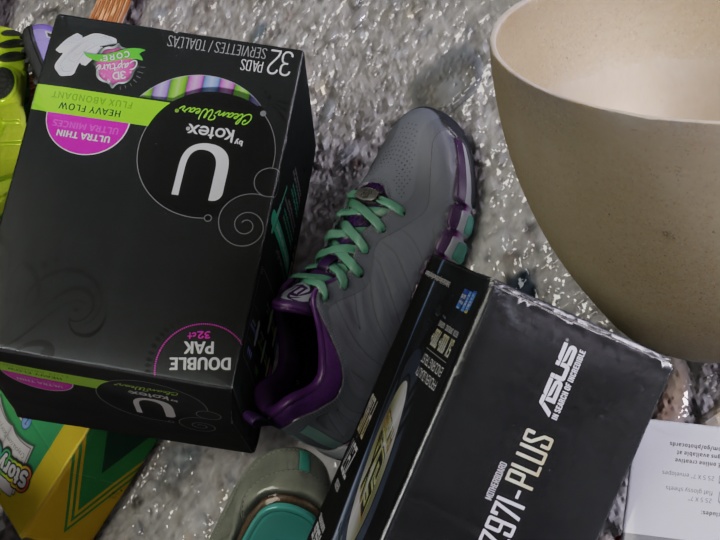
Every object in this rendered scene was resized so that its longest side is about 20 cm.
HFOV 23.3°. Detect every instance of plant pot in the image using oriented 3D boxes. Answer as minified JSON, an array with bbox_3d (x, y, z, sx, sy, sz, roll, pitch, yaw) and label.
[{"bbox_3d":[0.157,-0.040,0.761,0.200,0.199,0.136,26,129,45],"label":"plant pot"}]

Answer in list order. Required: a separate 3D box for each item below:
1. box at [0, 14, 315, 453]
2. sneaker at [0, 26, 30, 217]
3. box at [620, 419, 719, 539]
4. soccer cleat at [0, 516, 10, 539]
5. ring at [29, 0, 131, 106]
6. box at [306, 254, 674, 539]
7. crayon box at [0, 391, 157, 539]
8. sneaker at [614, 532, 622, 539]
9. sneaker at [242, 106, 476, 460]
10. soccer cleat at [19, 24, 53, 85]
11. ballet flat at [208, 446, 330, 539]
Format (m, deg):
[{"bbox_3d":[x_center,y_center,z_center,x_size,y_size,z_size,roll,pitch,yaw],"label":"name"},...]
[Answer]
[{"bbox_3d":[-0.114,-0.018,0.976,0.147,0.124,0.202,9,69,6],"label":"box"},{"bbox_3d":[-0.256,-0.082,1.191,0.084,0.073,0.201,94,179,-46],"label":"sneaker"},{"bbox_3d":[0.175,0.168,0.698,0.155,0.041,0.202,6,77,16],"label":"box"},{"bbox_3d":[-0.265,0.160,1.076,0.069,0.085,0.200,58,162,13],"label":"soccer cleat"},{"bbox_3d":[-0.224,-0.203,1.283,0.199,0.019,0.202,-17,63,37],"label":"ring"},{"bbox_3d":[0.048,0.088,0.791,0.200,0.086,0.165,-138,71,-84],"label":"box"},{"bbox_3d":[-0.194,0.050,1.128,0.173,0.058,0.200,-56,46,13],"label":"crayon box"},{"bbox_3d":[0.130,0.163,0.784,0.077,0.073,0.201,38,102,17],"label":"sneaker"},{"bbox_3d":[0.000,0.000,0.941,0.074,0.087,0.202,9,81,45],"label":"sneaker"},{"bbox_3d":[-0.164,-0.108,1.161,0.073,0.068,0.200,-34,51,-6],"label":"soccer cleat"},{"bbox_3d":[-0.068,0.182,0.957,0.201,0.067,0.064,-61,14,24],"label":"ballet flat"}]
